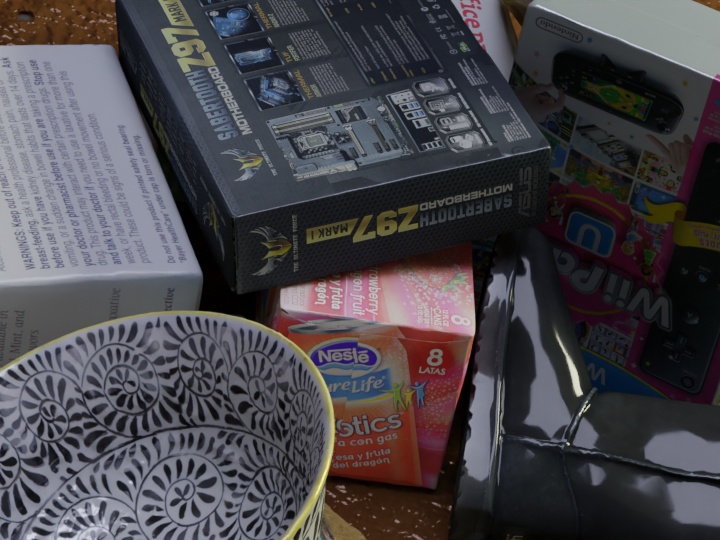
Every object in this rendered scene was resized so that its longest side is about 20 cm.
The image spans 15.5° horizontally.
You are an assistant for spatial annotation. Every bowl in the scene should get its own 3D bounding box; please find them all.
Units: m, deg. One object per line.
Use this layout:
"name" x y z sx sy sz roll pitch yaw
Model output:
"bowl" -0.094 0.118 1.111 0.200 0.094 0.201 -12 38 10

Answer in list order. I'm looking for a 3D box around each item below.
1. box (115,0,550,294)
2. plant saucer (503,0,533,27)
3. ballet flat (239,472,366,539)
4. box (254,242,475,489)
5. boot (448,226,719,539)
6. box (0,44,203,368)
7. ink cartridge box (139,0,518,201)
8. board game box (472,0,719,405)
"box" -0.018 -0.081 1.276 0.157 0.051 0.200 -13 41 -16
"plant saucer" 0.139 -0.098 1.399 0.200 0.048 0.200 53 3 -10
"ballet flat" 0.004 0.164 1.137 0.072 0.068 0.200 10 32 -37
"box" 0.000 0.000 1.305 0.094 0.103 0.200 8 37 -6
"boot" 0.150 0.067 1.262 0.199 0.066 0.166 9 69 0
"box" -0.196 -0.012 1.261 0.199 0.105 0.184 -2 40 -20
"ink cartridge box" -0.018 -0.104 1.445 0.199 0.088 0.146 3 39 -11
"board game box" 0.138 -0.034 1.305 0.147 0.201 0.064 24 39 15
